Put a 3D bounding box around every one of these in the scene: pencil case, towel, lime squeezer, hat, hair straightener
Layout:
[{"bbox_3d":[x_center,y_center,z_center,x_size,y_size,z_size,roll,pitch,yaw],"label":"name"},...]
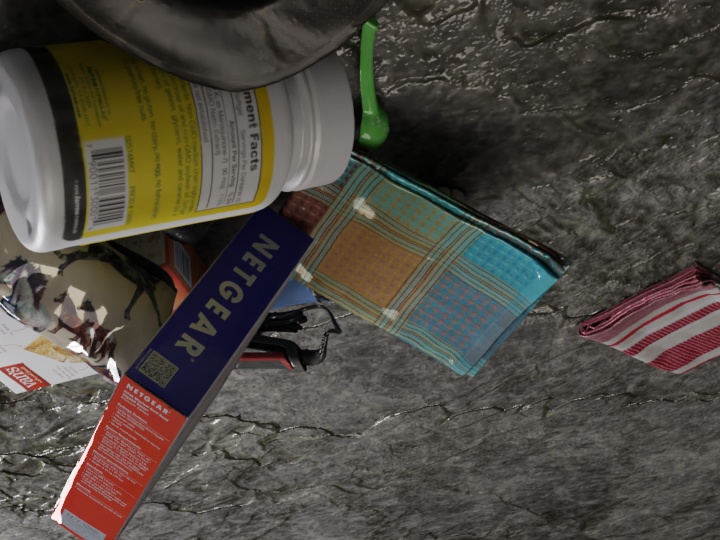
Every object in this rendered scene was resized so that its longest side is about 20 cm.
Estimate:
[{"bbox_3d":[-0.216,0.003,0.741,0.199,0.078,0.090,35,110,-23],"label":"pencil case"},{"bbox_3d":[0.338,0.059,1.151,0.143,0.023,0.199,-32,143,34],"label":"towel"},{"bbox_3d":[0.033,-0.005,0.809,0.198,0.022,0.147,28,134,-8],"label":"towel"},{"bbox_3d":[-0.025,-0.093,0.777,0.070,0.038,0.200,13,143,-33],"label":"lime squeezer"},{"bbox_3d":[-0.075,-0.191,0.561,0.197,0.082,0.202,-4,139,-4],"label":"hat"},{"bbox_3d":[-0.099,0.048,0.955,0.198,0.078,0.041,-5,145,31],"label":"hair straightener"}]

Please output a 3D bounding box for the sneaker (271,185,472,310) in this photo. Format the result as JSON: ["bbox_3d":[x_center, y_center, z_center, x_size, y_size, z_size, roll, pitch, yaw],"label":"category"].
[{"bbox_3d":[0.000,0.000,0.887,0.197,0.090,0.079,-16,148,10],"label":"sneaker"}]

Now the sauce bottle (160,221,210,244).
[{"bbox_3d":[-0.183,-0.070,0.744,0.064,0.066,0.199,-26,145,27],"label":"sauce bottle"}]

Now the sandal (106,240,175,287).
[{"bbox_3d":[-0.226,-0.010,0.794,0.198,0.043,0.077,23,116,-12],"label":"sandal"}]

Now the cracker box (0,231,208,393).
[{"bbox_3d":[-0.224,0.030,0.905,0.197,0.058,0.134,-14,148,8],"label":"cracker box"}]

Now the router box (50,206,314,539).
[{"bbox_3d":[-0.123,0.074,0.783,0.049,0.201,0.180,33,131,-1],"label":"router box"}]

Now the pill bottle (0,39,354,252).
[{"bbox_3d":[-0.110,-0.083,0.660,0.198,0.115,0.115,-13,154,-29],"label":"pill bottle"}]
